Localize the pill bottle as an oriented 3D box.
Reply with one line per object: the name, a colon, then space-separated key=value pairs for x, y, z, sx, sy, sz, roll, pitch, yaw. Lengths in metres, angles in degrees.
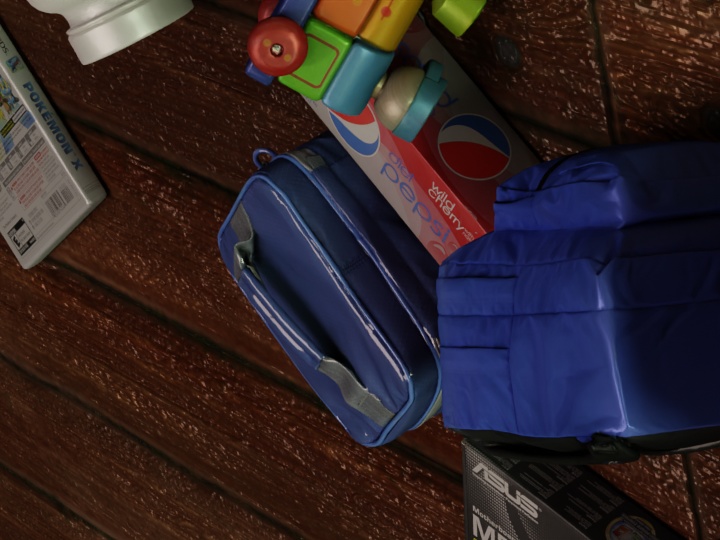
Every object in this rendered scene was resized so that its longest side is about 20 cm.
pill bottle: x=-0.191 y=-0.244 z=1.637 sx=0.113 sy=0.113 sz=0.201 roll=-8 pitch=112 yaw=60

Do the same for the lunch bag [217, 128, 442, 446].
lunch bag: x=0.000 y=0.000 z=1.550 sx=0.200 sy=0.132 sz=0.136 roll=52 pitch=152 yaw=10

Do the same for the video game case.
video game case: x=-0.290 y=-0.106 z=2.033 sx=0.183 sy=0.022 sz=0.200 roll=58 pitch=153 yaw=1

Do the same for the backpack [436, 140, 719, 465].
backpack: x=0.138 y=0.020 z=1.329 sx=0.200 sy=0.162 sz=0.169 roll=-14 pitch=77 yaw=61

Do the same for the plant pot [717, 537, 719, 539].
plant pot: x=0.266 y=0.239 z=1.320 sx=0.200 sy=0.200 sz=0.199 roll=19 pitch=125 yaw=50

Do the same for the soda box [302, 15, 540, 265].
soda box: x=0.039 y=-0.079 z=1.482 sx=0.200 sy=0.063 sz=0.070 roll=51 pitch=151 yaw=14

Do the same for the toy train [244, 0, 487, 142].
toy train: x=0.026 y=-0.176 z=1.393 sx=0.115 sy=0.085 sz=0.200 roll=28 pitch=109 yaw=-8

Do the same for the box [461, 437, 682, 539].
box: x=0.149 y=0.206 z=1.611 sx=0.200 sy=0.044 sz=0.161 roll=36 pitch=146 yaw=35
